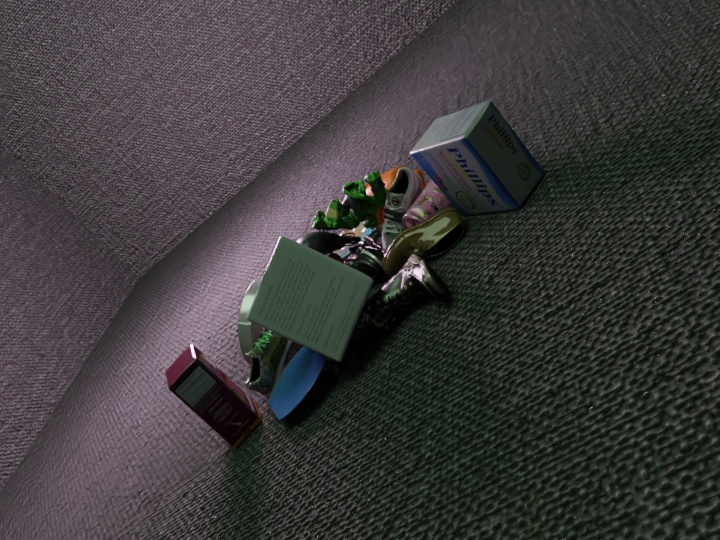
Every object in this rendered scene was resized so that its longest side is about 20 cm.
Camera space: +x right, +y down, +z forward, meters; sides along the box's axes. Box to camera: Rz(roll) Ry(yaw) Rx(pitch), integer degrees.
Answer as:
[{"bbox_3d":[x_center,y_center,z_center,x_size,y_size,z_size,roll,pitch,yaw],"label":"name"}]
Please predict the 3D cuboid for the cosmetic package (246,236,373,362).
[{"bbox_3d":[-0.094,0.052,1.480,0.166,0.196,0.171,-135,70,-88],"label":"cosmetic package"}]

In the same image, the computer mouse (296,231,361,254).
[{"bbox_3d":[-0.094,-0.063,1.728,0.135,0.054,0.199,-11,6,24],"label":"computer mouse"}]

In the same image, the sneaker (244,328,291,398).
[{"bbox_3d":[-0.203,0.170,1.634,0.076,0.088,0.206,0,80,40],"label":"sneaker"}]

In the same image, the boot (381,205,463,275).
[{"bbox_3d":[0.126,-0.049,1.557,0.198,0.074,0.076,-38,30,14],"label":"boot"}]

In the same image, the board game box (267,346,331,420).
[{"bbox_3d":[-0.116,0.229,1.538,0.160,0.039,0.199,-55,18,-6],"label":"board game box"}]

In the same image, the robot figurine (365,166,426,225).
[{"bbox_3d":[0.076,-0.178,1.840,0.198,0.116,0.147,-19,46,49],"label":"robot figurine"}]

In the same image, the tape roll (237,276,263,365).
[{"bbox_3d":[-0.213,0.117,1.729,0.036,0.206,0.205,4,41,20],"label":"tape roll"}]

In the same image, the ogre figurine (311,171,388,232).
[{"bbox_3d":[-0.007,-0.148,1.725,0.098,0.119,0.202,47,111,31],"label":"ogre figurine"}]

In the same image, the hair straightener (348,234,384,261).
[{"bbox_3d":[0.012,-0.041,1.787,0.075,0.042,0.200,-15,21,-14],"label":"hair straightener"}]

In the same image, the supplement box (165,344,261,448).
[{"bbox_3d":[-0.311,0.264,1.611,0.086,0.200,0.110,-45,20,-5],"label":"supplement box"}]

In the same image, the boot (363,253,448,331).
[{"bbox_3d":[0.080,0.048,1.438,0.150,0.073,0.200,-43,16,2],"label":"boot"}]

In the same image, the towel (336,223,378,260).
[{"bbox_3d":[-0.019,-0.086,1.987,0.146,0.022,0.201,-41,20,12],"label":"towel"}]

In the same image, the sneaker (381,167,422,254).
[{"bbox_3d":[0.079,-0.132,1.688,0.072,0.088,0.206,8,80,25],"label":"sneaker"}]

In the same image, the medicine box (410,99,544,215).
[{"bbox_3d":[0.227,-0.214,1.498,0.104,0.182,0.199,-50,20,-18],"label":"medicine box"}]

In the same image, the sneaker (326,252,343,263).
[{"bbox_3d":[-0.037,0.046,1.642,0.089,0.074,0.205,-23,54,34],"label":"sneaker"}]

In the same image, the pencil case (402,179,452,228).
[{"bbox_3d":[0.173,-0.157,1.650,0.201,0.082,0.087,-51,2,-18],"label":"pencil case"}]

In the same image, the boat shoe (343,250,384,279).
[{"bbox_3d":[0.000,0.000,1.700,0.061,0.074,0.199,-49,17,-14],"label":"boat shoe"}]
